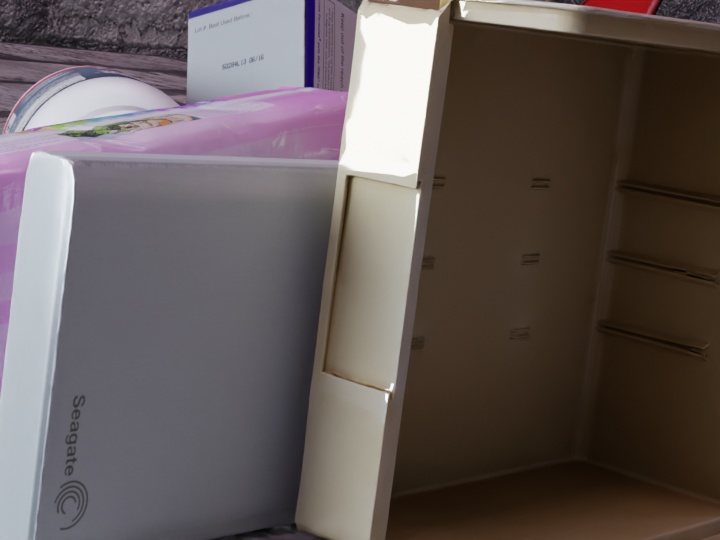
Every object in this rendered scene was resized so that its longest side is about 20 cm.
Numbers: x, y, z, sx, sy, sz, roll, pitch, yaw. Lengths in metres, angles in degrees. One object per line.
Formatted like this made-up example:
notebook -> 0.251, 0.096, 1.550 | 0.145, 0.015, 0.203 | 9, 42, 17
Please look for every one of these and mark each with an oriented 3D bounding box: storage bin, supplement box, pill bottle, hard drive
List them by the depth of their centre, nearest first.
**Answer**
hard drive -> -0.037, 0.027, 0.600 | 0.027, 0.133, 0.199 | 16, 12, 41
storage bin -> 0.078, 0.004, 0.633 | 0.093, 0.202, 0.198 | 14, 11, 39
pill bottle -> -0.155, -0.060, 1.035 | 0.118, 0.121, 0.200 | 6, 9, -17
supplement box -> -0.023, -0.109, 1.178 | 0.100, 0.104, 0.199 | -10, -19, 32

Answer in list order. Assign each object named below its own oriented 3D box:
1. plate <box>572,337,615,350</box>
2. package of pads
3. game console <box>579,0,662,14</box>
plate -> 0.018, -0.010, 0.804 | 0.198, 0.033, 0.200 | -10, 43, -17
package of pads -> -0.081, 0.004, 0.627 | 0.199, 0.122, 0.075 | -16, 17, -43
game console -> 0.158, -0.087, 1.086 | 0.118, 0.173, 0.200 | -27, -1, -24
